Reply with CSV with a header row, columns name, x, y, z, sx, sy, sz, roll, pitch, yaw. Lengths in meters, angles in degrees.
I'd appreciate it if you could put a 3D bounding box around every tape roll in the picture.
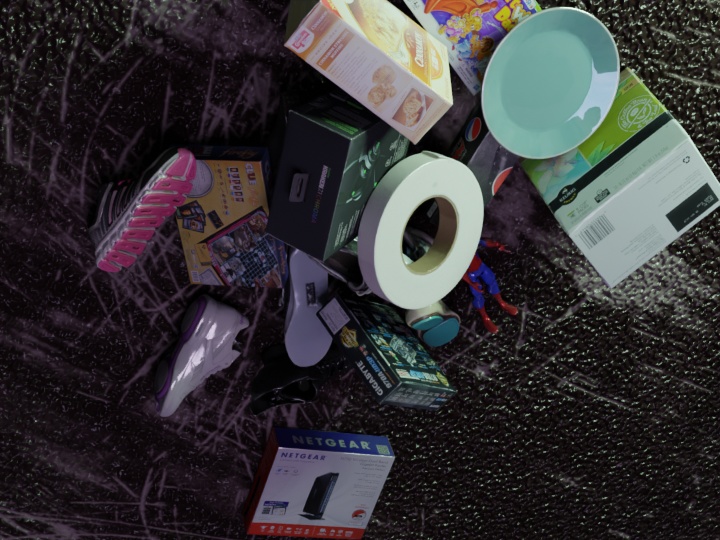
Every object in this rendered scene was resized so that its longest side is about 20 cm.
name,x,y,z,sx,sy,sz,roll,pitch,yaw
tape roll,0.079,-0.052,1.684,0.201,0.037,0.206,-19,120,-37

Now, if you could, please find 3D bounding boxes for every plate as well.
name,x,y,z,sx,sy,sz,roll,pitch,yaw
plate,0.242,-0.242,1.675,0.197,0.026,0.203,-10,119,-17

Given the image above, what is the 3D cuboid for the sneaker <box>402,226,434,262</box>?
name,x,y,z,sx,sy,sz,roll,pitch,yaw
sneaker,0.055,-0.023,1.801,0.077,0.086,0.199,-43,126,15

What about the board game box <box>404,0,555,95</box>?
name,x,y,z,sx,sy,sz,roll,pitch,yaw
board game box,0.139,-0.337,1.631,0.134,0.045,0.200,-37,127,9

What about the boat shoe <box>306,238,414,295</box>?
name,x,y,z,sx,sy,sz,roll,pitch,yaw
boat shoe,0.000,0.000,1.723,0.198,0.072,0.072,28,131,-20

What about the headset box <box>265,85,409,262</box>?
name,x,y,z,sx,sy,sz,roll,pitch,yaw
headset box,-0.024,-0.130,1.623,0.092,0.200,0.176,26,124,18

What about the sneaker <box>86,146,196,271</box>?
name,x,y,z,sx,sy,sz,roll,pitch,yaw
sneaker,-0.284,-0.093,1.636,0.073,0.088,0.200,2,137,-52

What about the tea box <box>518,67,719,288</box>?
name,x,y,z,sx,sy,sz,roll,pitch,yaw
tea box,0.348,-0.126,1.751,0.199,0.198,0.134,-38,128,10

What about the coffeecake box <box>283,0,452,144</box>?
name,x,y,z,sx,sy,sz,roll,pitch,yaw
coffeecake box,0.011,-0.266,1.542,0.199,0.154,0.073,34,119,-21

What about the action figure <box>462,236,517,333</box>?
name,x,y,z,sx,sy,sz,roll,pitch,yaw
action figure,0.182,0.013,1.860,0.065,0.099,0.201,-41,126,-12

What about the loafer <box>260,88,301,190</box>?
name,x,y,z,sx,sy,sz,roll,pitch,yaw
loafer,-0.107,-0.139,1.677,0.071,0.073,0.203,-2,123,-11

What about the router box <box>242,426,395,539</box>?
name,x,y,z,sx,sy,sz,roll,pitch,yaw
router box,-0.067,0.336,2.038,0.197,0.049,0.181,7,122,-22

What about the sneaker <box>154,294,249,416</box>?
name,x,y,z,sx,sy,sz,roll,pitch,yaw
sneaker,-0.224,0.132,1.826,0.098,0.075,0.201,19,117,-27

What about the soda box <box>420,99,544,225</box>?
name,x,y,z,sx,sy,sz,roll,pitch,yaw
soda box,0.161,-0.149,1.760,0.070,0.064,0.201,19,117,-28

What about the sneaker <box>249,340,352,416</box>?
name,x,y,z,sx,sy,sz,roll,pitch,yaw
sneaker,-0.070,0.152,1.871,0.196,0.105,0.061,-5,126,-14

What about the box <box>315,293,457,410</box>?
name,x,y,z,sx,sy,sz,roll,pitch,yaw
box,0.039,0.115,1.799,0.046,0.160,0.199,-43,157,14

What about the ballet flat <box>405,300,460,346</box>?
name,x,y,z,sx,sy,sz,roll,pitch,yaw
ballet flat,0.100,0.059,1.872,0.069,0.070,0.200,-29,163,4

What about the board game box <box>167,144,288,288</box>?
name,x,y,z,sx,sy,sz,roll,pitch,yaw
board game box,-0.173,-0.068,1.693,0.133,0.035,0.202,3,128,13

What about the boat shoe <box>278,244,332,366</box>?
name,x,y,z,sx,sy,sz,roll,pitch,yaw
boat shoe,-0.080,0.036,1.809,0.072,0.068,0.202,-10,121,-9
